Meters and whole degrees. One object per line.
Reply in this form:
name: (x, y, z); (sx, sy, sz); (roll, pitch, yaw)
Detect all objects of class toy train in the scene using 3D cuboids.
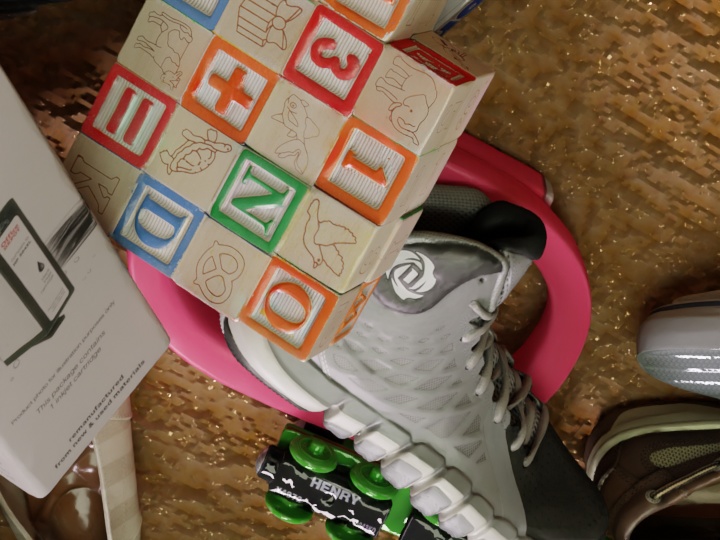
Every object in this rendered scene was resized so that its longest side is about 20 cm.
toy train: (0.049, 0.114, 0.916); (0.199, 0.056, 0.042); (24, 117, -2)

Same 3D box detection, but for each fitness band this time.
fitness band: (0.000, 0.000, 0.877); (0.199, 0.038, 0.144); (25, 120, -17)

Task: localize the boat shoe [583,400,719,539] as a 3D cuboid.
boat shoe: (0.202, 0.095, 0.922); (0.201, 0.075, 0.075); (-10, 123, 3)

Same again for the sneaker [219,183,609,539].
sneaker: (0.051, 0.035, 0.838); (0.199, 0.075, 0.116); (35, 115, -22)

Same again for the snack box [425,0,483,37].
snack box: (0.004, -0.113, 0.788); (0.200, 0.024, 0.072); (-39, 85, 18)

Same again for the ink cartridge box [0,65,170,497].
ink cartridge box: (-0.169, -0.025, 0.737); (0.084, 0.145, 0.200); (-51, 151, -16)

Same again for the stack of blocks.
stack of blocks: (-0.013, -0.085, 0.753); (0.115, 0.059, 0.201); (31, 106, 10)

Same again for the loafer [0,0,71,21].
loafer: (-0.176, -0.122, 0.778); (0.198, 0.072, 0.063); (5, 142, 1)

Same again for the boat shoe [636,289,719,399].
boat shoe: (0.217, 0.018, 0.882); (0.198, 0.067, 0.074); (2, 155, 18)

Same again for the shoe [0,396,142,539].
shoe: (-0.129, 0.066, 0.898); (0.069, 0.054, 0.201); (-9, 123, 3)
